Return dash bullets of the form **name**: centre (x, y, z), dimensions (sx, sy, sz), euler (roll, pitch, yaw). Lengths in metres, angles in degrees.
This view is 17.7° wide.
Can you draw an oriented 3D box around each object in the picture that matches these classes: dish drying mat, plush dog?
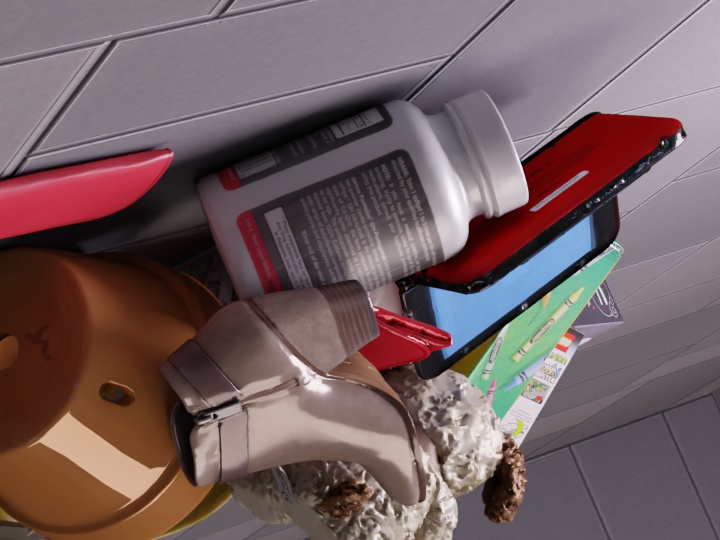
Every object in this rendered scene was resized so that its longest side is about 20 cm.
- **dish drying mat**: centre (-0.207, -0.036, 1.366), dimensions (0.200, 0.018, 0.077), euler (-14, 165, -40)
- **plush dog**: centre (0.025, 0.136, 1.670), dimensions (0.172, 0.200, 0.161), euler (-41, 168, -28)
- **dish drying mat**: centre (-0.029, 0.059, 1.598), dimensions (0.077, 0.018, 0.200), euler (21, 157, -34)

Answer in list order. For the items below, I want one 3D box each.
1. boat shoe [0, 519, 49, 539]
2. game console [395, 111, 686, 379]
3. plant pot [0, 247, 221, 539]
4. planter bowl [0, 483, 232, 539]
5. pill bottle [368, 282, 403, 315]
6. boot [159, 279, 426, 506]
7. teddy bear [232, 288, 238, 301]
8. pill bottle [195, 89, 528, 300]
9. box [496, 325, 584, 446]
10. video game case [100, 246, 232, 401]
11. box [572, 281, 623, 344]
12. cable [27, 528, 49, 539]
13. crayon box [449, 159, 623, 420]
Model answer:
- **boat shoe**: centre (-0.309, 0.223, 1.746), dimensions (0.199, 0.065, 0.072), euler (5, 151, 0)
- **game console**: centre (0.131, -0.011, 1.606), dimensions (0.200, 0.119, 0.172), euler (-36, -160, -19)
- **plant pot**: centre (-0.194, 0.070, 1.502), dimensions (0.200, 0.200, 0.140), euler (-27, 151, 19)
- **planter bowl**: centre (-0.190, 0.126, 1.763), dimensions (0.200, 0.084, 0.201), euler (-10, 145, -7)
- **pill bottle**: centre (0.000, 0.000, 1.696), dimensions (0.116, 0.117, 0.200), euler (-27, 168, 18)
- **boot**: centre (-0.046, 0.098, 1.475), dimensions (0.146, 0.200, 0.070), euler (-27, -150, -15)
- **teddy bear**: centre (-0.101, 0.051, 1.862), dimensions (0.145, 0.067, 0.200), euler (-33, 166, 32)
- **pill bottle**: centre (0.003, -0.044, 1.507), dimensions (0.200, 0.111, 0.111), euler (-22, 169, -4)
- **box**: centre (0.088, 0.052, 1.869), dimensions (0.035, 0.200, 0.110), euler (25, 98, -38)
- **video game case**: centre (-0.156, 0.068, 1.637), dimensions (0.143, 0.018, 0.200), euler (-26, -151, 17)
- **box**: centre (0.130, 0.030, 2.098), dimensions (0.132, 0.115, 0.200), euler (-28, 167, 25)
- **cable**: centre (-0.190, 0.126, 1.668), dimensions (0.200, 0.050, 0.097), euler (-38, 125, 18)
- **crayon box**: centre (0.101, 0.025, 1.792), dimensions (0.058, 0.119, 0.200), euler (25, 106, -38)
